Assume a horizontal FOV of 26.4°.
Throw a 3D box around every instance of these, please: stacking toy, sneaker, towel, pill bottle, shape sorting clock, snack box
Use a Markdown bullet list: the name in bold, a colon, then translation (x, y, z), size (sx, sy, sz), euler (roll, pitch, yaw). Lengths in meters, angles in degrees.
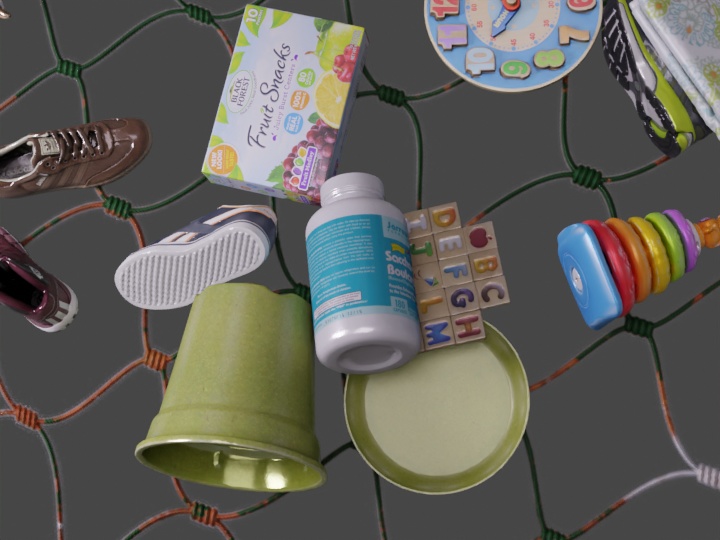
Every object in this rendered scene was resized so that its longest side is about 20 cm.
- **stacking toy**: translation (0.318, -0.023, 1.624), size (0.199, 0.116, 0.110), euler (-19, 81, -8)
- **sneaker**: translation (-0.175, -0.016, 1.691), size (0.200, 0.079, 0.079), euler (-17, 113, 26)
- **sneaker**: translation (0.328, -0.222, 1.674), size (0.081, 0.074, 0.200), euler (-20, 77, -16)
- **towel**: translation (0.404, -0.241, 1.642), size (0.171, 0.048, 0.200), euler (-26, 75, -22)
- **sneaker**: translation (-0.406, -0.010, 1.692), size (0.200, 0.116, 0.076), euler (31, 85, 11)
- **pill bottle**: translation (0.000, 0.000, 1.617), size (0.110, 0.111, 0.201), euler (-9, 65, 5)
- **sneaker**: translation (-0.334, -0.127, 1.725), size (0.199, 0.076, 0.071), euler (-18, 78, 4)
- **shape sorting clock**: translation (0.170, -0.296, 1.712), size (0.199, 0.039, 0.201), euler (-2, 80, 8)
- **snack box**: translation (-0.083, -0.185, 1.717), size (0.142, 0.053, 0.201), euler (12, 81, 10)

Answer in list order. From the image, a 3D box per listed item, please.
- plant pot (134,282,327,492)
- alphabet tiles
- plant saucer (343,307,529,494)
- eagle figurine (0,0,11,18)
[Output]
- **plant pot**: translation (-0.122, 0.119, 1.609), size (0.200, 0.200, 0.185), euler (5, 69, 8)
- **alphabet tiles**: translation (0.056, 0.012, 1.665), size (0.199, 0.006, 0.167), euler (-13, 64, 6)
- **plant saucer**: translation (0.082, 0.140, 1.649), size (0.199, 0.031, 0.201), euler (-1, 79, 8)
- **eagle figurine**: translation (-0.491, -0.240, 1.756), size (0.152, 0.151, 0.200), euler (52, 126, 51)
